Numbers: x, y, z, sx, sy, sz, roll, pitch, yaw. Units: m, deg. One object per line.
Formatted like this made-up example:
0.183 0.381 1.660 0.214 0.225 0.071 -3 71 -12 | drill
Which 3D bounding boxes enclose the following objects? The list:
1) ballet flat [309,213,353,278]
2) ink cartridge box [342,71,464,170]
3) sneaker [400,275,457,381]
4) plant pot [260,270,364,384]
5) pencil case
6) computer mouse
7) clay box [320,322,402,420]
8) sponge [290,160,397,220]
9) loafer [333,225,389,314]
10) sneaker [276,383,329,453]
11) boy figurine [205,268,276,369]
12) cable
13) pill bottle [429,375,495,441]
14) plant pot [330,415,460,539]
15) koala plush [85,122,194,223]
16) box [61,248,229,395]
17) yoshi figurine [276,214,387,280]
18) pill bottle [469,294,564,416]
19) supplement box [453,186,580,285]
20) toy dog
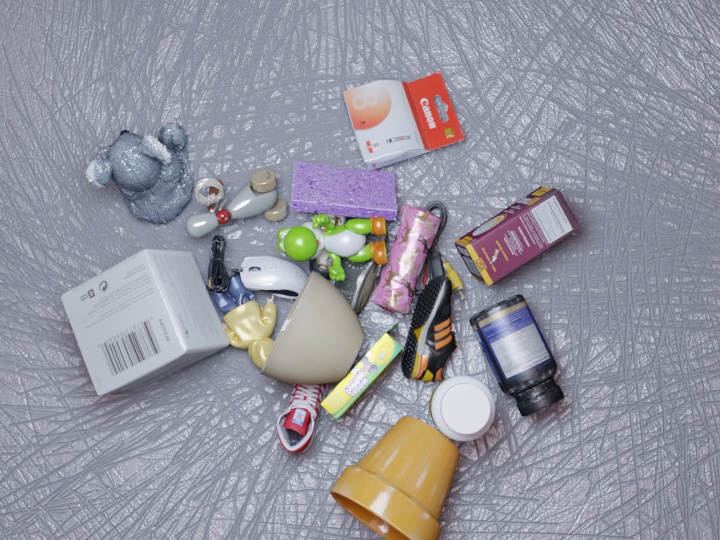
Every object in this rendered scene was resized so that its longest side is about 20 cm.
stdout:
-0.054 -0.082 1.594 0.072 0.073 0.202 12 83 5 | ballet flat
0.080 -0.294 1.609 0.198 0.050 0.164 -18 70 4 | ink cartridge box
0.143 0.109 1.548 0.089 0.070 0.202 14 99 -22 | sneaker
-0.071 0.121 1.478 0.134 0.200 0.202 28 85 -5 | plant pot
0.082 -0.018 1.551 0.082 0.086 0.202 17 87 33 | pencil case
-0.184 0.001 1.567 0.198 0.044 0.111 10 60 -17 | computer mouse
0.014 0.182 1.531 0.048 0.115 0.200 43 87 6 | clay box
-0.030 -0.149 1.579 0.198 0.030 0.112 5 47 -5 | sponge
0.000 0.000 1.583 0.075 0.070 0.201 24 88 27 | loafer
-0.103 0.234 1.531 0.071 0.112 0.202 8 83 5 | sneaker
-0.207 0.094 1.581 0.124 0.064 0.201 -33 83 -2 | boy figurine
0.136 -0.028 1.601 0.096 0.050 0.202 -14 69 18 | cable
0.177 0.239 1.471 0.110 0.200 0.112 0 82 3 | pill bottle
0.077 0.366 1.477 0.199 0.200 0.184 32 69 7 | plant pot
-0.404 -0.189 1.561 0.176 0.200 0.185 -19 82 0 | koala plush
-0.383 0.090 1.515 0.198 0.171 0.201 -26 81 16 | box
-0.053 -0.047 1.487 0.198 0.112 0.113 -2 64 3 | yoshi figurine
0.285 0.154 1.521 0.111 0.112 0.201 -25 82 0 | pill bottle
0.284 -0.065 1.543 0.199 0.110 0.086 -32 99 -2 | supplement box
-0.237 -0.134 1.594 0.198 0.096 0.133 -5 123 -26 | toy dog
